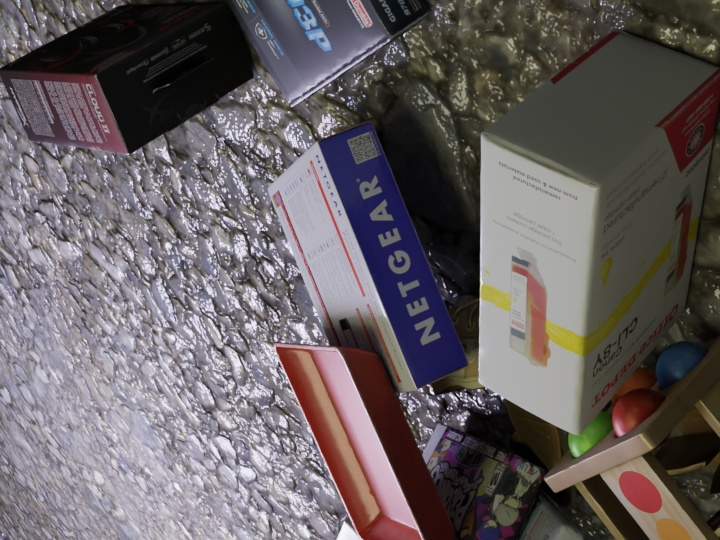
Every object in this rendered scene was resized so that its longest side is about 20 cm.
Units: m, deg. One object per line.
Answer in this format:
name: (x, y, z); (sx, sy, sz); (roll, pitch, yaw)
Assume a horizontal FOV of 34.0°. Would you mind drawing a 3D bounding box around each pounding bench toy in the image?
pounding bench toy: (0.213, 0.153, 0.833); (0.157, 0.124, 0.200); (50, 148, 4)

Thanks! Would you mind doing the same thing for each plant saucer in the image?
plant saucer: (0.006, 0.146, 0.981); (0.202, 0.036, 0.199); (66, 162, -6)

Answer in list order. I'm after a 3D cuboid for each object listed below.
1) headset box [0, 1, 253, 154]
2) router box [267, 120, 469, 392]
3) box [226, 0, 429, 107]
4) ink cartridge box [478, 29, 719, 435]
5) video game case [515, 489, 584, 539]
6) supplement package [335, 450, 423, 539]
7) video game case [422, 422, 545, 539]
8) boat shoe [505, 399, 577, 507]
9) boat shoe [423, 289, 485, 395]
headset box: (-0.202, -0.173, 1.035); (0.199, 0.148, 0.076); (13, 131, 47)
router box: (0.000, 0.000, 0.956); (0.203, 0.048, 0.179); (68, 162, 0)
box: (-0.053, -0.240, 0.876); (0.158, 0.046, 0.202); (-19, 105, 57)
ink cartridge box: (0.146, -0.021, 0.735); (0.083, 0.145, 0.202); (27, 140, 31)
video game case: (0.101, 0.270, 0.920); (0.022, 0.202, 0.182); (29, 179, -2)
supplement package: (0.080, 0.302, 1.154); (0.200, 0.117, 0.117); (43, 148, 16)
video game case: (0.068, 0.228, 0.995); (0.035, 0.183, 0.200); (28, 174, -13)
boat shoe: (0.160, 0.127, 0.933); (0.073, 0.065, 0.201); (43, 166, 26)
boat shoe: (0.093, 0.052, 0.937); (0.067, 0.074, 0.199); (60, 148, -2)
